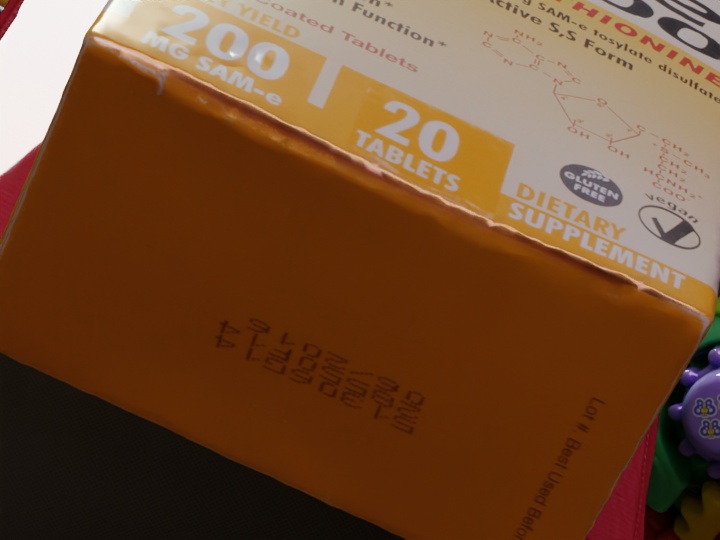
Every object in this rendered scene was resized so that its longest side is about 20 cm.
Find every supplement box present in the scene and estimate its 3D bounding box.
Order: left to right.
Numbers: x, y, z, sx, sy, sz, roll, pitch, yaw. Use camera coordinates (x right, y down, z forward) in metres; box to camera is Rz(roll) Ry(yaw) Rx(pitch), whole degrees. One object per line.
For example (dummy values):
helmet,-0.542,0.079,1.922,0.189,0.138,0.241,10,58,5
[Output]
supplement box,0.011,-0.034,0.602,0.126,0.074,0.200,24,28,-3

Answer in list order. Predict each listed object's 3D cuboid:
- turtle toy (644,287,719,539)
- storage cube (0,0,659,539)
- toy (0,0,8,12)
turtle toy,0.117,0.051,0.934,0.200,0.146,0.101,18,52,-8
storage cube,-0.040,0.051,0.676,0.200,0.171,0.180,23,30,-2
toy,-0.123,-0.107,0.812,0.200,0.047,0.115,25,5,-1
